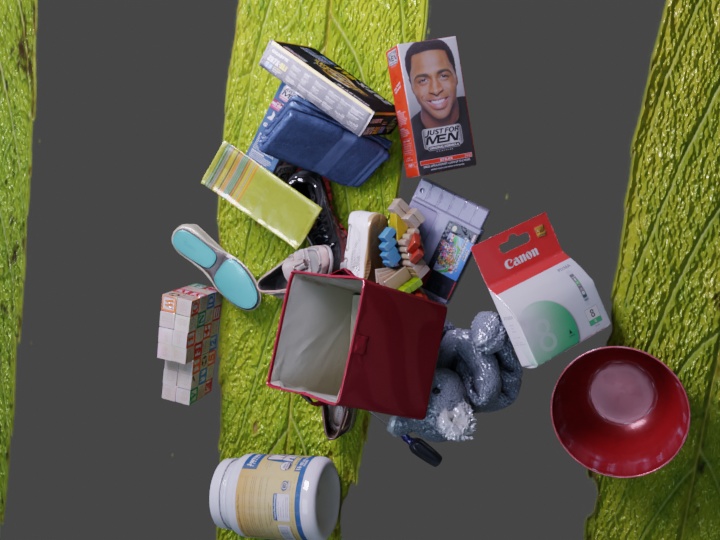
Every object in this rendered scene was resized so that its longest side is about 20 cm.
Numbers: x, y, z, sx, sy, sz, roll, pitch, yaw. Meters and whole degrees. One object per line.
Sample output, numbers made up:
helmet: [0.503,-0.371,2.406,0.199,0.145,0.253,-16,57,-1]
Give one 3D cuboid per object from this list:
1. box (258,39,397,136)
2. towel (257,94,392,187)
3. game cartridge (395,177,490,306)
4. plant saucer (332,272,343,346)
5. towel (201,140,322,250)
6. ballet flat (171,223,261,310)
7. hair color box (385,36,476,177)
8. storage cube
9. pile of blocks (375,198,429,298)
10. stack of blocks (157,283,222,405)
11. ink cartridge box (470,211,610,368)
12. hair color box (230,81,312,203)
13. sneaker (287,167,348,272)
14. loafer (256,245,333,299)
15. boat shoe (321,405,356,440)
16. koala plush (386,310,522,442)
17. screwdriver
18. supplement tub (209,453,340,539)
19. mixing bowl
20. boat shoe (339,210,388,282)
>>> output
box: [-0.041,-0.285,1.366,0.200,0.160,0.049,37,108,11]
towel: [-0.056,-0.199,1.377,0.112,0.199,0.049,-41,46,37]
game cartridge: [0.117,-0.035,1.422,0.129,0.038,0.201,29,107,17]
plant saucer: [-0.065,0.078,1.458,0.201,0.039,0.202,-5,85,61]
towel: [-0.162,-0.121,1.406,0.200,0.018,0.086,35,113,9]
ballet flat: [-0.247,-0.009,1.537,0.200,0.069,0.069,44,110,2]
hair color box: [0.110,-0.252,1.350,0.101,0.061,0.201,-12,96,-15]
storage cube: [-0.003,0.108,1.276,0.171,0.179,0.201,5,80,48]
pile of blocks: [0.070,-0.012,1.372,0.082,0.062,0.201,-11,97,-22]
stack of blocks: [-0.308,0.133,1.554,0.058,0.115,0.201,12,103,17]
ink cartridge box: [0.276,0.025,1.316,0.050,0.160,0.201,-18,96,64]
hair color box: [-0.130,-0.213,1.441,0.060,0.100,0.201,33,109,11]
sneaker: [-0.072,-0.079,1.446,0.071,0.098,0.201,-18,94,19]
loafer: [-0.110,0.009,1.436,0.200,0.063,0.072,-31,62,58]
boat shoe: [-0.039,0.194,1.492,0.072,0.072,0.201,10,102,17]
koala plush: [0.142,0.189,1.343,0.177,0.200,0.184,-5,122,44]
screwdriver: [0.058,0.266,1.480,0.200,0.029,0.028,41,145,0]
supplement tub: [-0.149,0.397,1.526,0.199,0.145,0.145,-2,99,19]
mixing bowl: [0.397,0.201,1.323,0.199,0.108,0.201,3,100,20]
boat shoe: [0.000,0.000,1.427,0.069,0.071,0.201,16,105,38]
